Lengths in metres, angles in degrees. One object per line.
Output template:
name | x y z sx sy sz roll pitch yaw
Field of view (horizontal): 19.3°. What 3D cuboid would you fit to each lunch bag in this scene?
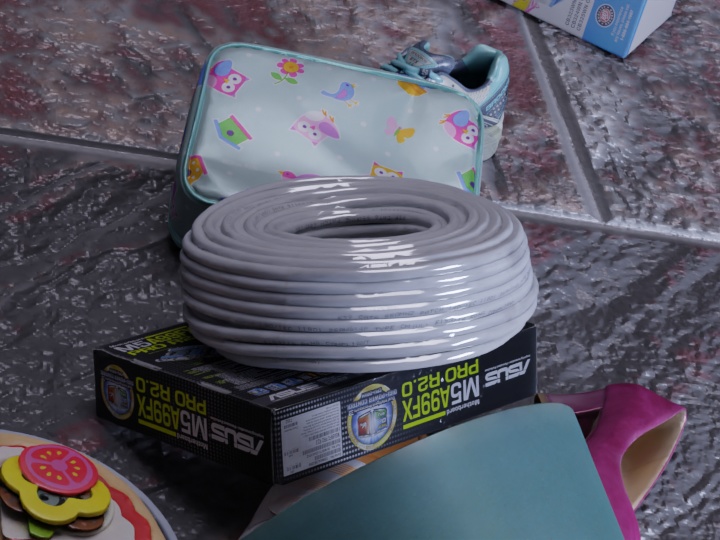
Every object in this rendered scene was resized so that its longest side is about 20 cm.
lunch bag | -0.018 -0.064 1.363 0.199 0.077 0.161 13 50 -8

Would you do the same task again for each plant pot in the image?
plant pot | 0.044 0.180 0.970 0.200 0.201 0.161 -12 68 -37

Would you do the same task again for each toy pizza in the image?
toy pizza | -0.183 0.139 1.063 0.200 0.032 0.200 12 34 -8

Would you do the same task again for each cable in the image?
cable | 0.000 0.000 1.175 0.200 0.069 0.200 9 18 34

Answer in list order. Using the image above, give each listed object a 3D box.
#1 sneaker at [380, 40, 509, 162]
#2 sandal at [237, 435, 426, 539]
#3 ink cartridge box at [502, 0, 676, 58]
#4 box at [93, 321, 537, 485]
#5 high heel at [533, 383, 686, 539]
sneaker | 0.022 -0.120 1.483 0.200 0.086 0.078 -14 45 -38
sandal | -0.010 0.118 1.148 0.079 0.059 0.207 22 34 7
ink cartridge box | 0.171 -0.288 1.758 0.200 0.129 0.125 26 34 15
box | -0.024 0.056 1.190 0.200 0.044 0.160 -16 20 -41
high heel | 0.159 0.128 1.206 0.096 0.068 0.200 1 22 -6
